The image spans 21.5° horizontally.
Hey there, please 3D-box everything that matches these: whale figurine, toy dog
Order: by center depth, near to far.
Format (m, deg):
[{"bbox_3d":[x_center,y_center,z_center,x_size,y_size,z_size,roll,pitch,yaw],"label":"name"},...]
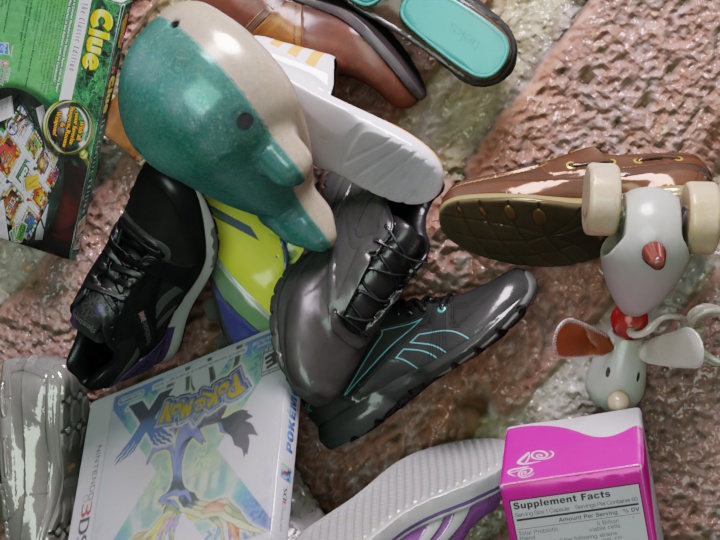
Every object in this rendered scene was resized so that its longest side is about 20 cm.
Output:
[{"bbox_3d":[-0.091,-0.083,1.277,0.104,0.201,0.159,-39,40,-12],"label":"whale figurine"},{"bbox_3d":[0.194,0.024,1.296,0.131,0.097,0.201,-11,121,13],"label":"toy dog"}]

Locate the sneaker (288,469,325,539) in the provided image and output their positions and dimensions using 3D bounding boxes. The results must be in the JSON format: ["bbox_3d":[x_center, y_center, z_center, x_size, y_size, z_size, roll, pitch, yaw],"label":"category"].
[{"bbox_3d":[-0.064,0.175,1.400,0.199,0.075,0.100,28,97,8],"label":"sneaker"}]

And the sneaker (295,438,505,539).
[{"bbox_3d":[0.042,0.204,1.365,0.200,0.072,0.115,-27,116,-25],"label":"sneaker"}]

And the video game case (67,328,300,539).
[{"bbox_3d":[-0.128,0.143,1.351,0.199,0.022,0.183,-22,45,29],"label":"video game case"}]

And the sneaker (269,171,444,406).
[{"bbox_3d":[0.000,0.000,1.334,0.090,0.076,0.201,-5,60,44],"label":"sneaker"}]

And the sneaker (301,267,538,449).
[{"bbox_3d":[0.037,0.049,1.377,0.199,0.075,0.080,-34,84,10],"label":"sneaker"}]

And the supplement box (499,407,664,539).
[{"bbox_3d":[0.165,0.211,1.321,0.102,0.101,0.202,-8,106,10],"label":"supplement box"}]

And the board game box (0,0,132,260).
[{"bbox_3d":[-0.240,-0.117,1.410,0.104,0.023,0.201,19,108,10],"label":"board game box"}]

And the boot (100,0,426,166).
[{"bbox_3d":[-0.074,-0.123,1.396,0.188,0.069,0.200,36,104,-6],"label":"boot"}]

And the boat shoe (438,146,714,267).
[{"bbox_3d":[0.156,-0.050,1.358,0.198,0.072,0.068,-2,49,7],"label":"boat shoe"}]

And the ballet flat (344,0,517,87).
[{"bbox_3d":[0.029,-0.204,1.367,0.200,0.068,0.068,43,99,-1],"label":"ballet flat"}]

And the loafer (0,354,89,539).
[{"bbox_3d":[-0.249,0.165,1.442,0.069,0.070,0.202,4,89,21],"label":"loafer"}]

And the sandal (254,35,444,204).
[{"bbox_3d":[-0.023,-0.112,1.336,0.206,0.059,0.079,28,139,14],"label":"sandal"}]

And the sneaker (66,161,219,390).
[{"bbox_3d":[-0.162,0.012,1.353,0.076,0.087,0.201,37,136,21],"label":"sneaker"}]

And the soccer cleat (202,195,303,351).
[{"bbox_3d":[-0.086,-0.031,1.386,0.083,0.065,0.202,-12,108,11],"label":"soccer cleat"}]
